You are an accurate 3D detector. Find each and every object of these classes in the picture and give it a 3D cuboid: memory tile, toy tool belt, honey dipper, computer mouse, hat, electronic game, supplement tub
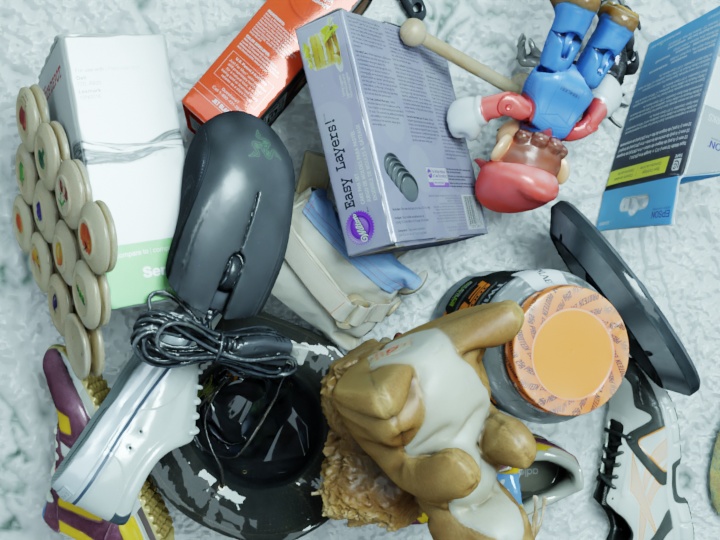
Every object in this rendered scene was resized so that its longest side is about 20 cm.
[{"bbox_3d":[-0.231,-0.030,0.682,0.017,0.201,0.155,-10,136,-34],"label":"memory tile"},{"bbox_3d":[0.000,0.000,0.776,0.199,0.125,0.124,38,91,-9],"label":"toy tool belt"},{"bbox_3d":[0.107,-0.179,0.794,0.198,0.038,0.039,18,85,-41],"label":"honey dipper"},{"bbox_3d":[-0.088,-0.024,0.666,0.137,0.052,0.204,12,79,-33],"label":"computer mouse"},{"bbox_3d":[-0.091,0.134,0.778,0.197,0.081,0.205,1,81,-7],"label":"hat"},{"bbox_3d":[0.229,0.023,0.785,0.041,0.200,0.201,-35,97,6],"label":"electronic game"},{"bbox_3d":[0.139,0.061,0.763,0.120,0.200,0.125,0,89,-11],"label":"supplement tub"}]

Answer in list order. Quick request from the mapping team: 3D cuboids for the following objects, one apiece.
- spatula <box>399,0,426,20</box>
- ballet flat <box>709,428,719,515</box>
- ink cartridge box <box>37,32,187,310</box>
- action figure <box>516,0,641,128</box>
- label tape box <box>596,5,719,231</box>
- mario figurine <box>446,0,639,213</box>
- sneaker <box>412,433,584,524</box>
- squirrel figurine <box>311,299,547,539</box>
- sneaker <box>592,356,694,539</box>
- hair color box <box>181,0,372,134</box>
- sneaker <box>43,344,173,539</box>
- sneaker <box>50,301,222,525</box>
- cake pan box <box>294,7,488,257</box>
[{"bbox_3d":[0.006,-0.321,0.830,0.056,0.021,0.202,-33,97,-12],"label":"spatula"},{"bbox_3d":[0.397,0.152,0.884,0.070,0.071,0.203,18,86,-11],"label":"ballet flat"},{"bbox_3d":[-0.194,-0.073,0.718,0.083,0.146,0.204,-9,92,-27],"label":"ink cartridge box"},{"bbox_3d":[0.208,-0.230,0.832,0.119,0.101,0.202,-53,142,-34],"label":"action figure"},{"bbox_3d":[0.300,-0.126,0.826,0.065,0.143,0.203,17,86,-10],"label":"label tape box"},{"bbox_3d":[0.154,-0.146,0.782,0.122,0.106,0.202,31,109,15],"label":"mario figurine"},{"bbox_3d":[0.103,0.189,0.810,0.196,0.090,0.076,-10,92,-12],"label":"sneaker"},{"bbox_3d":[0.052,0.145,0.675,0.141,0.199,0.189,-30,100,-36],"label":"squirrel figurine"},{"bbox_3d":[0.259,0.184,0.852,0.079,0.074,0.204,-12,91,-9],"label":"sneaker"},{"bbox_3d":[-0.067,-0.190,0.773,0.061,0.101,0.201,39,83,-4],"label":"hair color box"},{"bbox_3d":[-0.233,0.164,0.742,0.089,0.075,0.203,-25,89,-4],"label":"sneaker"},{"bbox_3d":[-0.156,0.102,0.703,0.071,0.073,0.201,40,69,-17],"label":"sneaker"},{"bbox_3d":[0.036,-0.111,0.754,0.052,0.199,0.188,-13,89,30],"label":"cake pan box"}]
